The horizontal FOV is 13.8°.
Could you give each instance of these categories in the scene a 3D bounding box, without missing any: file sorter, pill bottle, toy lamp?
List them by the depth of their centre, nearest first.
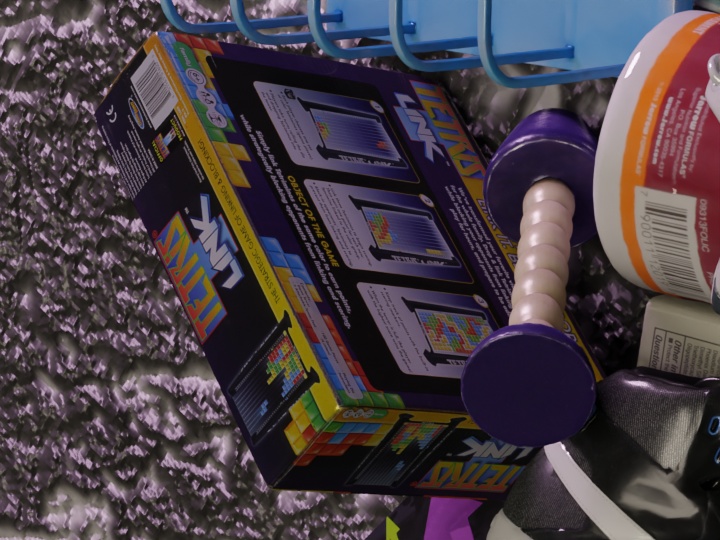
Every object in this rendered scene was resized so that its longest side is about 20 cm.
[{"bbox_3d":[0.200,-0.029,1.137,0.199,0.114,0.115,14,104,33],"label":"pill bottle"},{"bbox_3d":[0.072,-0.005,1.191,0.058,0.200,0.058,4,120,7],"label":"toy lamp"},{"bbox_3d":[0.024,-0.153,1.221,0.200,0.122,0.139,13,106,44],"label":"file sorter"}]

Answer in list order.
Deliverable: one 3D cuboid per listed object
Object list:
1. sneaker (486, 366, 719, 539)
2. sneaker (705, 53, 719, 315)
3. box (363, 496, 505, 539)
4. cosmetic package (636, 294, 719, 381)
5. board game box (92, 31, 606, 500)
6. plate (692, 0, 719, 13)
[{"bbox_3d":[0.151,0.105,1.125,0.200,0.073,0.112,30,100,22],"label":"sneaker"},{"bbox_3d":[0.158,-0.075,1.064,0.071,0.073,0.201,1,74,23],"label":"sneaker"},{"bbox_3d":[0.075,0.159,1.252,0.143,0.036,0.200,-47,46,30],"label":"box"},{"bbox_3d":[0.206,0.077,1.171,0.199,0.073,0.104,16,106,32],"label":"cosmetic package"},{"bbox_3d":[0.000,0.000,1.222,0.057,0.165,0.200,-49,51,31],"label":"board game box"},{"bbox_3d":[0.169,-0.200,1.192,0.200,0.026,0.201,6,100,34],"label":"plate"}]
